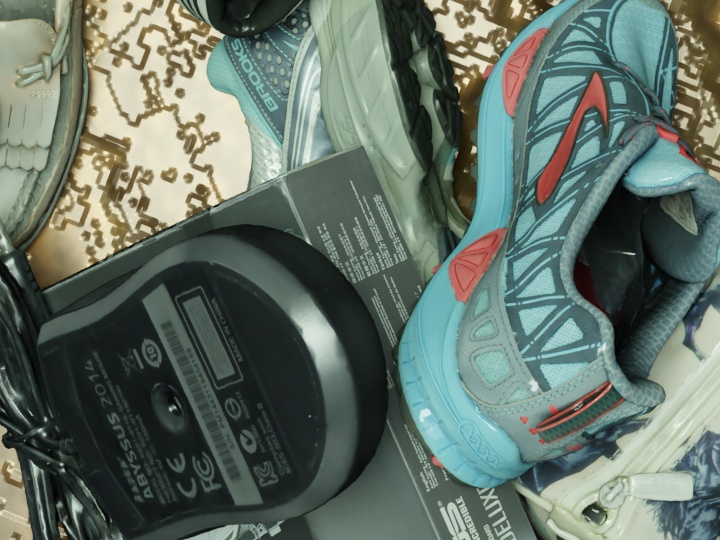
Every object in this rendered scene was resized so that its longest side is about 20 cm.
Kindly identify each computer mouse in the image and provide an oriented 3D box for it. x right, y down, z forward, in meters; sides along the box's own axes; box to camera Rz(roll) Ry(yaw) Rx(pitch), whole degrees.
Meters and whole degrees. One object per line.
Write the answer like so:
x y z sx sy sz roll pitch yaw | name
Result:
-0.053 0.031 0.752 0.053 0.200 0.139 -25 96 -39 | computer mouse

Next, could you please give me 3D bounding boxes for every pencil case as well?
0.132 0.020 0.809 0.078 0.089 0.200 39 89 -4 | pencil case

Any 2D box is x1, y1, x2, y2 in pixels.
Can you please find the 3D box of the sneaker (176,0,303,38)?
-0.015 -0.169 0.783 0.075 0.115 0.202 8 109 -23 | sneaker

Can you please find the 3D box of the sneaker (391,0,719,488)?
0.085 -0.018 0.777 0.095 0.201 0.079 -18 130 40 | sneaker

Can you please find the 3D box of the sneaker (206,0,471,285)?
0.000 0.000 0.840 0.086 0.078 0.201 -11 91 24 | sneaker

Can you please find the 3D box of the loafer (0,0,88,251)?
-0.127 -0.102 0.838 0.071 0.063 0.201 10 93 2 | loafer

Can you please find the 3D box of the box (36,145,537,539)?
-0.027 0.079 0.808 0.157 0.050 0.201 -23 91 39 | box
